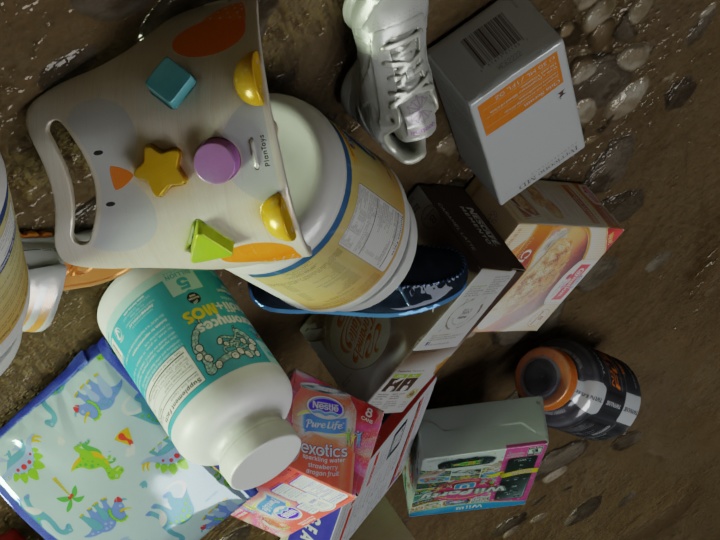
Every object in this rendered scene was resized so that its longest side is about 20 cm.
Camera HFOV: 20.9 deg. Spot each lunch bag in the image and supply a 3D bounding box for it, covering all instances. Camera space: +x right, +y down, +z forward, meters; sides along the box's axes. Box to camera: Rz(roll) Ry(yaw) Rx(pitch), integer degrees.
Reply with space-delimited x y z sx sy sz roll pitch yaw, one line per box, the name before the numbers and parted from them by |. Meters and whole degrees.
lunch bag | -0.222 0.168 1.755 0.170 0.128 0.200 -42 124 9

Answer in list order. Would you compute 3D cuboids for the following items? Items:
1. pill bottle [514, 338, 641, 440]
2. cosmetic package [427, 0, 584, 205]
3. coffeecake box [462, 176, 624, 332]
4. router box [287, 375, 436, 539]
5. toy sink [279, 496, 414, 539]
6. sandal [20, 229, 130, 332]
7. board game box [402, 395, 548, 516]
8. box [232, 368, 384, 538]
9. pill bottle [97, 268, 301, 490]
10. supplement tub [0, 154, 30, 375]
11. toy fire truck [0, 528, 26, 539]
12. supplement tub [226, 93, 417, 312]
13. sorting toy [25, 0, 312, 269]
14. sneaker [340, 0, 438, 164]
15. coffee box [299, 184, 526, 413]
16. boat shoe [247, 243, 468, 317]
pill bottle | 0.251 0.139 2.308 0.106 0.106 0.200 -43 154 14
cosmetic package | 0.131 -0.150 1.724 0.101 0.071 0.200 -35 155 -3
coffeecake box | 0.149 -0.014 1.968 0.199 0.073 0.154 0 135 -52
router box | -0.002 0.213 2.106 0.180 0.049 0.200 -48 164 -37
toy sink | -0.034 0.373 2.332 0.130 0.112 0.200 -14 146 -38
sandal | -0.245 0.010 1.534 0.206 0.059 0.079 -12 145 -41
board game box | 0.130 0.217 2.253 0.147 0.065 0.200 -6 156 -6
box | -0.068 0.179 1.875 0.200 0.102 0.095 -40 -153 61
pill bottle | -0.130 0.085 1.639 0.110 0.200 0.111 -29 154 -16
supplement tub | -0.303 -0.009 1.334 0.144 0.145 0.200 -28 152 -17
toy fire truck | -0.318 0.318 1.921 0.200 0.112 0.168 -50 175 27
supplement tub | -0.046 -0.048 1.589 0.145 0.145 0.200 -41 154 9
sorting toy | -0.143 -0.077 1.406 0.179 0.201 0.107 -11 -165 4
sneaker | 0.035 -0.165 1.549 0.075 0.100 0.200 -26 151 -17
coffee box | 0.048 0.029 1.867 0.080 0.115 0.200 2 135 -52
boat shoe | 0.000 0.000 1.742 0.199 0.084 0.069 -7 129 -10
